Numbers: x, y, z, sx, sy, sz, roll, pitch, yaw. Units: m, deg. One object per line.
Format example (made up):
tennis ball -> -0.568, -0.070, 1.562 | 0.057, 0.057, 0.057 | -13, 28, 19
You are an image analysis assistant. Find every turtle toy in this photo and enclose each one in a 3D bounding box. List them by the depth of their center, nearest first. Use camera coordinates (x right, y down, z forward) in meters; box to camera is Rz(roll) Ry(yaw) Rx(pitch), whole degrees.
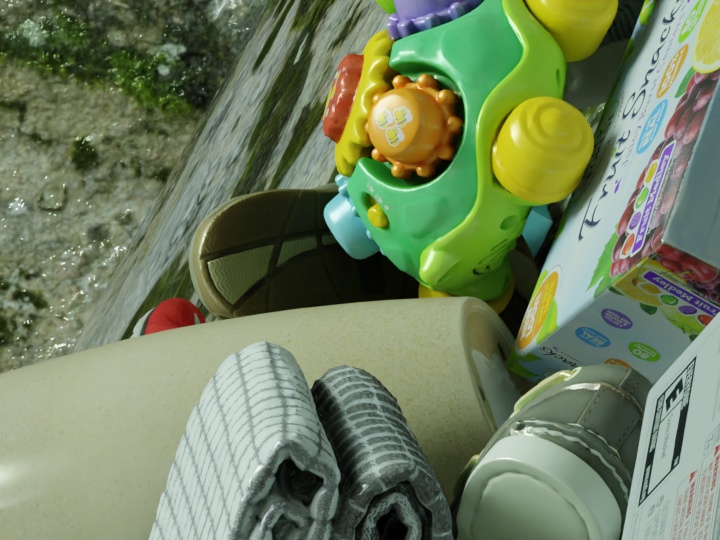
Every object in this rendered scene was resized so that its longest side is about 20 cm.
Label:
turtle toy -> 0.039, -0.078, 1.197 | 0.146, 0.101, 0.200 | 117, 168, -54

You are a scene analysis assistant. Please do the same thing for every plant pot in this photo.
plant pot -> -0.025, 0.092, 1.143 | 0.200, 0.188, 0.187 | -23, 24, 17

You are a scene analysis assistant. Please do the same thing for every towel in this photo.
towel -> -0.032, 0.138, 0.993 | 0.166, 0.085, 0.200 | -124, 50, -76

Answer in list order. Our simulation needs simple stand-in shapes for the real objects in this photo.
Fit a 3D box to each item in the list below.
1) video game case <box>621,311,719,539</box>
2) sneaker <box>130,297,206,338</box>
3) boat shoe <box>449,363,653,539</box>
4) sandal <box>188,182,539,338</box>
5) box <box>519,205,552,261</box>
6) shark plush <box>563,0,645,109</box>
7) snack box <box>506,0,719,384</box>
video game case -> 0.123, 0.046, 0.771 | 0.182, 0.022, 0.200 | -54, 11, 38
sneaker -> -0.114, 0.067, 2.028 | 0.085, 0.077, 0.200 | -47, 21, 15
boat shoe -> 0.060, 0.100, 1.006 | 0.060, 0.072, 0.202 | -51, -9, -31
sandal -> 0.000, 0.000, 1.249 | 0.054, 0.200, 0.081 | -20, 75, 49
box -> 0.050, -0.019, 1.408 | 0.082, 0.049, 0.200 | -60, 6, 10
shark plush -> 0.139, -0.152, 1.256 | 0.200, 0.083, 0.091 | -57, 11, 24
snack box -> 0.135, -0.056, 1.108 | 0.200, 0.053, 0.142 | -67, 10, -28
